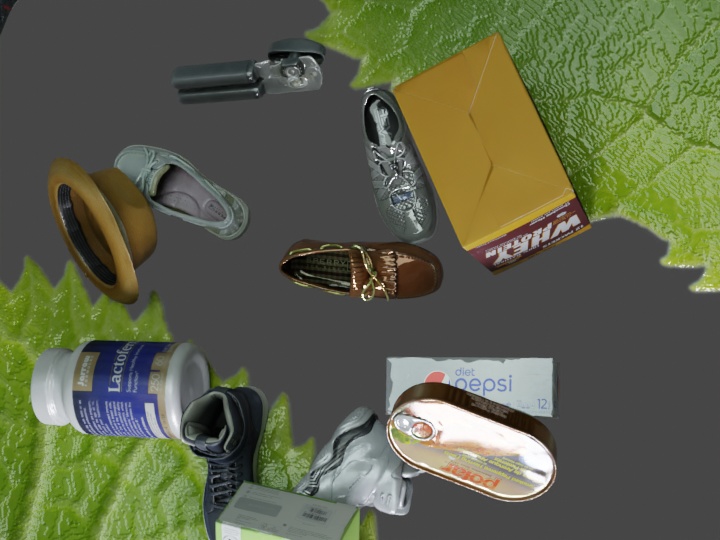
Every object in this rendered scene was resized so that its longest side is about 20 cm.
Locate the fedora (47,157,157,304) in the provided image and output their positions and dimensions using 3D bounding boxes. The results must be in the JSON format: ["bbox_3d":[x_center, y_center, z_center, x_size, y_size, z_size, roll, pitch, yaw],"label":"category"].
[{"bbox_3d":[-0.311,-0.059,1.678,0.081,0.201,0.201,-32,71,-29],"label":"fedora"}]

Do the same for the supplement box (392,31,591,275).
[{"bbox_3d":[0.153,-0.123,1.519,0.131,0.200,0.199,-26,76,10],"label":"supplement box"}]

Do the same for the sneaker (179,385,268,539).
[{"bbox_3d":[-0.167,0.236,1.588,0.076,0.146,0.206,4,85,14],"label":"sneaker"}]

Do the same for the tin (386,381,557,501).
[{"bbox_3d":[0.127,0.193,1.523,0.198,0.042,0.113,22,124,-1],"label":"tin"}]

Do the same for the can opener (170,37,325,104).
[{"bbox_3d":[-0.139,-0.252,1.707,0.197,0.054,0.068,-2,49,16],"label":"can opener"}]

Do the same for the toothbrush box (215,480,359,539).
[{"bbox_3d":[-0.081,0.356,1.529,0.143,0.086,0.203,9,117,17],"label":"toothbrush box"}]

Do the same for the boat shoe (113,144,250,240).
[{"bbox_3d":[-0.230,-0.103,1.694,0.201,0.065,0.075,32,91,18],"label":"boat shoe"}]

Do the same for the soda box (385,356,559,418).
[{"bbox_3d":[0.130,0.135,1.560,0.197,0.063,0.069,-1,82,16],"label":"soda box"}]

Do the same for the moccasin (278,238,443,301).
[{"bbox_3d":[0.000,-0.002,1.601,0.198,0.078,0.075,12,109,17],"label":"moccasin"}]

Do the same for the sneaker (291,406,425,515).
[{"bbox_3d":[-0.012,0.269,1.574,0.114,0.075,0.201,34,89,20],"label":"sneaker"}]

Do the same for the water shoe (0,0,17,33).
[{"bbox_3d":[-0.493,-0.388,1.805,0.079,0.071,0.201,35,92,19],"label":"water shoe"}]

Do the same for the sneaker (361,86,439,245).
[{"bbox_3d":[0.035,-0.125,1.614,0.074,0.082,0.203,-22,77,11],"label":"sneaker"}]

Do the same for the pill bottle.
[{"bbox_3d":[-0.293,0.144,1.650,0.197,0.116,0.118,0,82,15],"label":"pill bottle"}]
